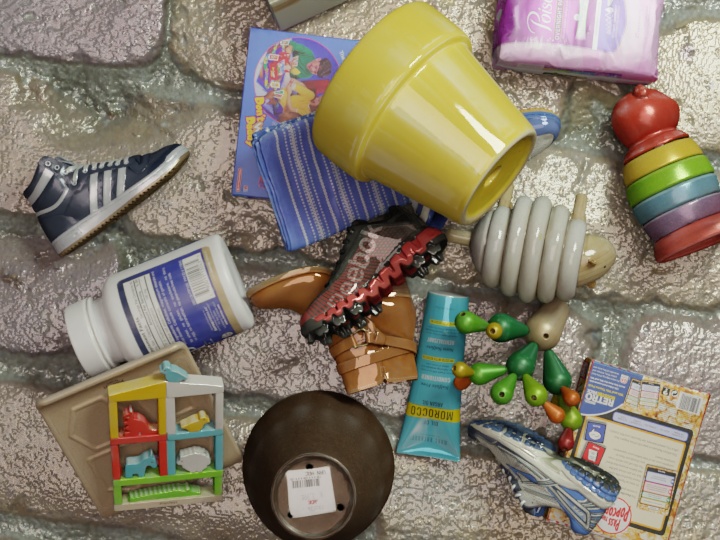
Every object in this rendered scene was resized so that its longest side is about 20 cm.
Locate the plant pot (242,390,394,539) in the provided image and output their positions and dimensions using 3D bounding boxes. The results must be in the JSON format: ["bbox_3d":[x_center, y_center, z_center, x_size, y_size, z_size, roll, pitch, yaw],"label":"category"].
[{"bbox_3d":[-0.051,0.239,1.440,0.185,0.200,0.188,0,90,0],"label":"plant pot"}]

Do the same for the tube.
[{"bbox_3d":[0.093,0.126,1.522,0.077,0.050,0.202,8,95,15],"label":"tube"}]

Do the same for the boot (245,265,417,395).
[{"bbox_3d":[-0.029,0.071,1.498,0.199,0.074,0.156,-8,83,-4],"label":"boot"}]

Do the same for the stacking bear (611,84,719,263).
[{"bbox_3d":[0.362,-0.121,1.494,0.113,0.121,0.201,-20,81,-7],"label":"stacking bear"}]

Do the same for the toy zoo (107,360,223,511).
[{"bbox_3d":[-0.223,0.189,1.457,0.130,0.020,0.201,-4,121,-12],"label":"toy zoo"}]

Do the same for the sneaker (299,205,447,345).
[{"bbox_3d":[0.000,0.000,1.449,0.200,0.071,0.098,-40,73,-7],"label":"sneaker"}]

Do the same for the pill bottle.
[{"bbox_3d":[-0.236,0.047,1.480,0.199,0.120,0.120,-21,90,0],"label":"pill bottle"}]

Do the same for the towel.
[{"bbox_3d":[-0.024,-0.121,1.481,0.199,0.024,0.146,-23,104,-24],"label":"towel"}]

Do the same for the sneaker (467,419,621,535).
[{"bbox_3d":[0.199,0.241,1.477,0.199,0.077,0.086,29,101,33],"label":"sneaker"}]

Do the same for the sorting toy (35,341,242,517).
[{"bbox_3d":[-0.256,0.185,1.482,0.184,0.037,0.201,-23,124,0],"label":"sorting toy"}]

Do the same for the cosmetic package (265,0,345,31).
[{"bbox_3d":[-0.031,-0.378,1.494,0.199,0.071,0.106,-26,72,-1],"label":"cosmetic package"}]

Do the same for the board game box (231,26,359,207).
[{"bbox_3d":[-0.077,-0.181,1.518,0.133,0.045,0.202,7,90,0],"label":"board game box"}]

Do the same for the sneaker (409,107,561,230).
[{"bbox_3d":[0.150,-0.111,1.467,0.199,0.075,0.089,-29,51,22],"label":"sneaker"}]

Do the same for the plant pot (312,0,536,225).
[{"bbox_3d":[0.080,-0.156,1.374,0.189,0.201,0.201,40,90,16],"label":"plant pot"}]

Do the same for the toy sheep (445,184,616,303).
[{"bbox_3d":[0.199,-0.028,1.482,0.199,0.138,0.139,8,90,14],"label":"toy sheep"}]

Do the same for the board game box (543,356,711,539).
[{"bbox_3d":[0.317,0.221,1.518,0.151,0.046,0.201,17,90,0],"label":"board game box"}]

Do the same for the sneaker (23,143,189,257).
[{"bbox_3d":[-0.308,-0.116,1.505,0.200,0.070,0.109,-36,92,3],"label":"sneaker"}]

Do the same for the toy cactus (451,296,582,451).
[{"bbox_3d":[0.197,0.103,1.491,0.200,0.102,0.165,37,57,1],"label":"toy cactus"}]

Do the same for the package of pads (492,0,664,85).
[{"bbox_3d":[0.260,-0.292,1.506,0.198,0.076,0.121,7,87,0],"label":"package of pads"}]
